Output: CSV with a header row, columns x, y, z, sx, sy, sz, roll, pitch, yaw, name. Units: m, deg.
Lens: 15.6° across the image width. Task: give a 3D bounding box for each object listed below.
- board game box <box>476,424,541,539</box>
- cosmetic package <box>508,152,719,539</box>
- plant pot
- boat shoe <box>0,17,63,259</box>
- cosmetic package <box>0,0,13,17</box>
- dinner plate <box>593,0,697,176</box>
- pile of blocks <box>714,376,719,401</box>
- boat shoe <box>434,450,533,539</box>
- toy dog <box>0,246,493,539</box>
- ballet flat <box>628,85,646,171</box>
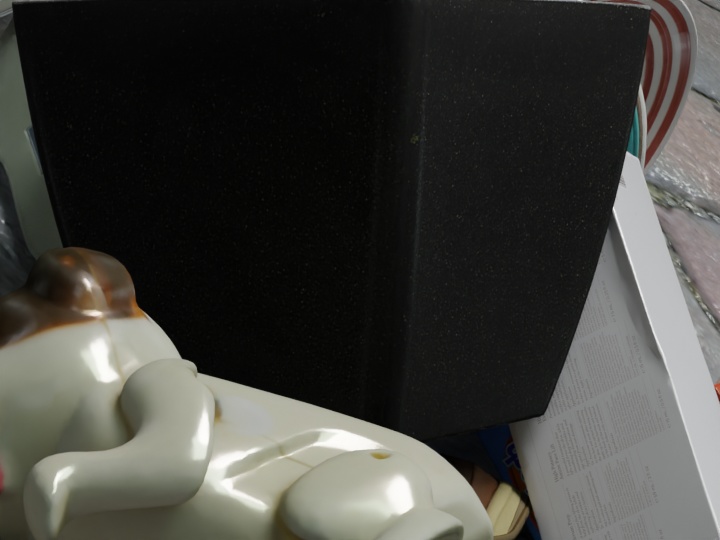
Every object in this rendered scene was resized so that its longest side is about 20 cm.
x,y,z,sx,sy,sz,roll,pitch,yaw,name
0.127,0.100,1.238,0.152,0.045,0.201,0,58,-58,board game box
0.106,0.049,1.135,0.051,0.082,0.201,23,46,-53,cosmetic package
-0.008,-0.024,1.091,0.199,0.179,0.199,2,5,33,plant pot
-0.123,-0.055,1.202,0.071,0.070,0.201,36,23,-36,boat shoe
-0.144,-0.212,1.289,0.073,0.103,0.200,60,17,-26,cosmetic package
0.096,-0.071,1.376,0.199,0.201,0.024,7,34,-52,dinner plate
0.216,0.100,1.386,0.062,0.082,0.200,29,24,-21,pile of blocks
0.017,0.119,1.067,0.067,0.072,0.200,34,15,4,boat shoe
-0.060,0.075,0.922,0.199,0.140,0.194,30,42,16,toy dog
0.110,-0.025,1.354,0.069,0.202,0.070,0,20,0,ballet flat
